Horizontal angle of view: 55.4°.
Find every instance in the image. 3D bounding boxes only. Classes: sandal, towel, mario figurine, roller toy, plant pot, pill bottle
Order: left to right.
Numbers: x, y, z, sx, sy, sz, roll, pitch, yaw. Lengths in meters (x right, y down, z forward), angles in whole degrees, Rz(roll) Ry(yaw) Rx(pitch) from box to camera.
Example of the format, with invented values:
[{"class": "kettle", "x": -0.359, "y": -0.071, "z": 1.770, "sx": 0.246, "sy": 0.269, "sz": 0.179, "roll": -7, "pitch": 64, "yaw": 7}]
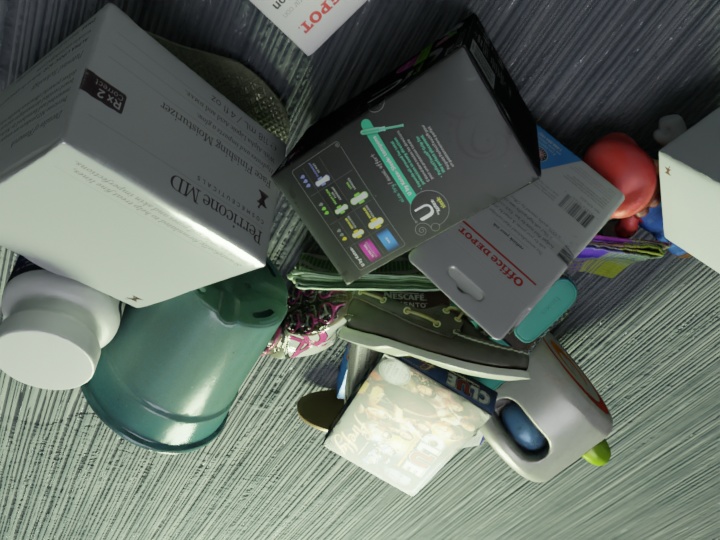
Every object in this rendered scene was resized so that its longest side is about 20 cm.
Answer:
[{"class": "pill bottle", "x": -0.298, "y": 0.013, "z": 0.709, "sx": 0.113, "sy": 0.203, "sz": 0.117, "roll": -1, "pitch": 136, "yaw": -1}, {"class": "plant pot", "x": -0.192, "y": 0.068, "z": 0.787, "sx": 0.198, "sy": 0.202, "sz": 0.197, "roll": 26, "pitch": 122, "yaw": -26}, {"class": "towel", "x": 0.000, "y": 0.000, "z": 0.736, "sx": 0.149, "sy": 0.200, "sz": 0.024, "roll": 2, "pitch": 95, "yaw": -3}, {"class": "sandal", "x": 0.009, "y": 0.228, "z": 1.024, "sx": 0.207, "sy": 0.078, "sz": 0.071, "roll": -1, "pitch": 130, "yaw": -8}, {"class": "roller toy", "x": 0.214, "y": 0.164, "z": 0.878, "sx": 0.139, "sy": 0.202, "sz": 0.182, "roll": -41, "pitch": 132, "yaw": 15}, {"class": "towel", "x": 0.222, "y": -0.017, "z": 0.772, "sx": 0.195, "sy": 0.023, "sz": 0.144, "roll": 5, "pitch": 169, "yaw": -6}, {"class": "mario figurine", "x": 0.303, "y": -0.092, "z": 0.732, "sx": 0.198, "sy": 0.105, "sz": 0.126, "roll": 23, "pitch": 88, "yaw": -35}]

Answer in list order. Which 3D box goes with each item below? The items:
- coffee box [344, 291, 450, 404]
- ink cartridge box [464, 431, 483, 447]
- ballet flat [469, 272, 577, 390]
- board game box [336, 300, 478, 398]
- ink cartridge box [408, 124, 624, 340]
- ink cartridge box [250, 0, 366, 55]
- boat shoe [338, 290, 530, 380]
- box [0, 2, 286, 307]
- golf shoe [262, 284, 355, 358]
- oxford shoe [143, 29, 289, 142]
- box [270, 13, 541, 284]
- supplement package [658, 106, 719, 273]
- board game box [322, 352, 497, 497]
[{"class": "coffee box", "x": 0.041, "y": 0.116, "z": 0.847, "sx": 0.110, "sy": 0.081, "sz": 0.202, "roll": 4, "pitch": 134, "yaw": -4}, {"class": "ink cartridge box", "x": 0.089, "y": 0.225, "z": 0.978, "sx": 0.195, "sy": 0.037, "sz": 0.096, "roll": -4, "pitch": 132, "yaw": -14}, {"class": "ballet flat", "x": 0.168, "y": 0.076, "z": 0.801, "sx": 0.199, "sy": 0.074, "sz": 0.074, "roll": -41, "pitch": 128, "yaw": 3}, {"class": "board game box", "x": 0.059, "y": 0.107, "z": 0.926, "sx": 0.149, "sy": 0.046, "sz": 0.202, "roll": 9, "pitch": 134, "yaw": -10}, {"class": "ink cartridge box", "x": 0.142, "y": -0.029, "z": 0.651, "sx": 0.116, "sy": 0.200, "sz": 0.067, "roll": 42, "pitch": 160, "yaw": 12}, {"class": "ink cartridge box", "x": -0.057, "y": -0.286, "z": 0.500, "sx": 0.144, "sy": 0.085, "sz": 0.199, "roll": -34, "pitch": 127, "yaw": 29}, {"class": "boat shoe", "x": 0.070, "y": 0.060, "z": 0.662, "sx": 0.198, "sy": 0.062, "sz": 0.072, "roll": 11, "pitch": 171, "yaw": 30}, {"class": "box", "x": -0.203, "y": -0.078, "z": 0.591, "sx": 0.197, "sy": 0.133, "sz": 0.198, "roll": -15, "pitch": 146, "yaw": 36}, {"class": "golf shoe", "x": -0.058, "y": 0.060, "z": 0.849, "sx": 0.091, "sy": 0.074, "sz": 0.199, "roll": 15, "pitch": 154, "yaw": -34}, {"class": "oxford shoe", "x": -0.155, "y": -0.168, "z": 0.640, "sx": 0.197, "sy": 0.077, "sz": 0.057, "roll": 19, "pitch": 175, "yaw": -30}, {"class": "box", "x": 0.045, "y": -0.109, "z": 0.616, "sx": 0.198, "sy": 0.149, "sz": 0.125, "roll": -29, "pitch": 108, "yaw": 25}, {"class": "supplement package", "x": 0.393, "y": -0.097, "z": 0.630, "sx": 0.198, "sy": 0.117, "sz": 0.118, "roll": -34, "pitch": 133, "yaw": -5}, {"class": "board game box", "x": 0.051, "y": 0.173, "z": 0.793, "sx": 0.134, "sy": 0.035, "sz": 0.201, "roll": 29, "pitch": 131, "yaw": -1}]
